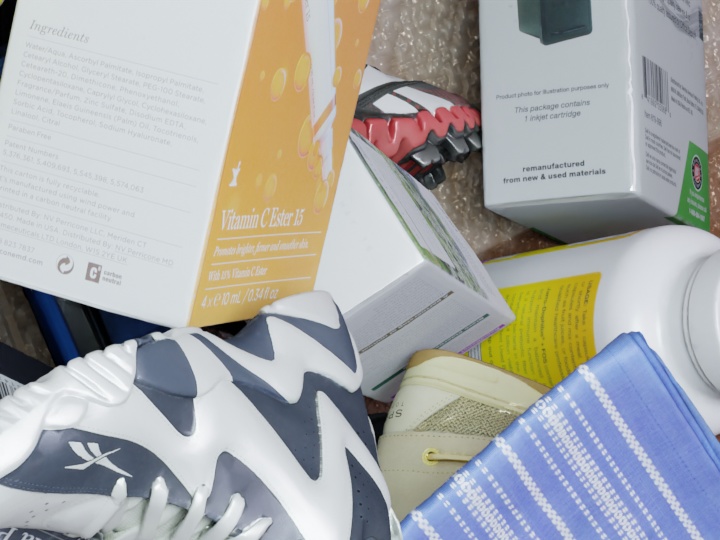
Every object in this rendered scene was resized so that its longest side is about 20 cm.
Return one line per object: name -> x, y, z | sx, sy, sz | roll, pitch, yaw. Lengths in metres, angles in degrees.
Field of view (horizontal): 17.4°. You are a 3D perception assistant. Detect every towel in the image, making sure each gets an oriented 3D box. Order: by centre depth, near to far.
towel -> 0.069, 0.133, 0.938 | 0.200, 0.024, 0.145 | -41, 124, -7

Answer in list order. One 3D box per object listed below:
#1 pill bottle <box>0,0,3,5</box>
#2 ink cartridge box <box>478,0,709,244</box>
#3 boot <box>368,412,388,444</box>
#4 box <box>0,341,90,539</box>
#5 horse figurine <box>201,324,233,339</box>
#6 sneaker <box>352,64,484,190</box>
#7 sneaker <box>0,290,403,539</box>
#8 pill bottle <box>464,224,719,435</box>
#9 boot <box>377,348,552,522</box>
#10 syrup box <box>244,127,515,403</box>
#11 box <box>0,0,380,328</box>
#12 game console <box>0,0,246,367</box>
pill bottle -> -0.199, -0.091, 0.834 | 0.114, 0.114, 0.200 | 42, 60, -25
ink cartridge box -> 0.121, -0.122, 1.203 | 0.147, 0.083, 0.200 | 19, 68, -66
boot -> 0.099, 0.131, 1.127 | 0.200, 0.168, 0.076 | 43, 59, -24
box -> -0.186, 0.117, 0.892 | 0.200, 0.104, 0.182 | 28, 108, -31
horse figurine -> -0.049, 0.132, 0.969 | 0.050, 0.133, 0.200 | -12, 118, -42
sneaker -> -0.012, -0.076, 1.130 | 0.200, 0.071, 0.098 | -12, 66, -53
sneaker -> -0.058, 0.091, 0.821 | 0.199, 0.079, 0.130 | -16, 77, -53
pill bottle -> 0.126, 0.035, 1.142 | 0.104, 0.200, 0.104 | 6, 79, -37
boot -> 0.083, 0.136, 1.023 | 0.200, 0.073, 0.156 | 22, 70, 12
syrup box -> 0.000, 0.000, 1.049 | 0.079, 0.081, 0.200 | 58, 7, 14
box -> -0.062, -0.087, 0.892 | 0.124, 0.097, 0.200 | -8, 112, -69
game console -> -0.106, -0.041, 1.033 | 0.118, 0.171, 0.200 | -24, 99, -10
